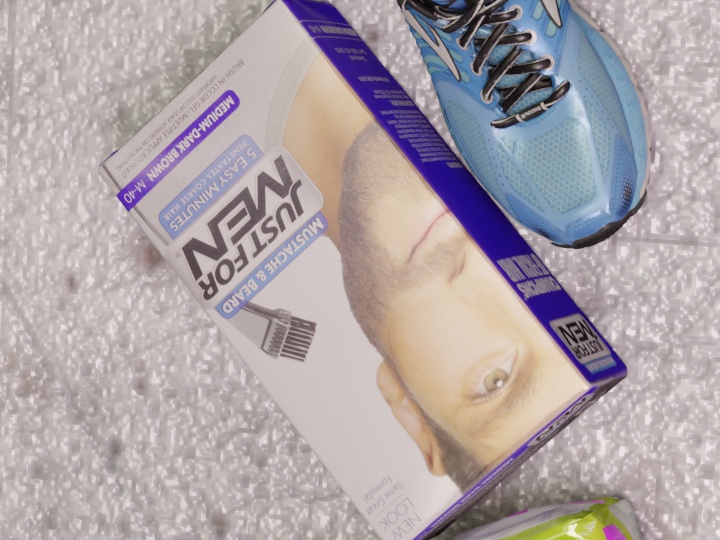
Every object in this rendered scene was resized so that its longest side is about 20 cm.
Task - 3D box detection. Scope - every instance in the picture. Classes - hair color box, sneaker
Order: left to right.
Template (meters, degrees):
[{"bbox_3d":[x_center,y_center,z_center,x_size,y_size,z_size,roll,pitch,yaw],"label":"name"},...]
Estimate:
[{"bbox_3d":[0.000,0.000,1.030,0.109,0.065,0.200,-42,80,17],"label":"hair color box"},{"bbox_3d":[0.042,-0.097,0.994,0.078,0.090,0.200,-29,84,20],"label":"sneaker"}]

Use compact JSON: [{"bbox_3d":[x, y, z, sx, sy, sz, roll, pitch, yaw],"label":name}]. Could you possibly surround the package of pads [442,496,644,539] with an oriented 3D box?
[{"bbox_3d":[0.038,0.187,1.023,0.200,0.068,0.155,-23,85,20],"label":"package of pads"}]
